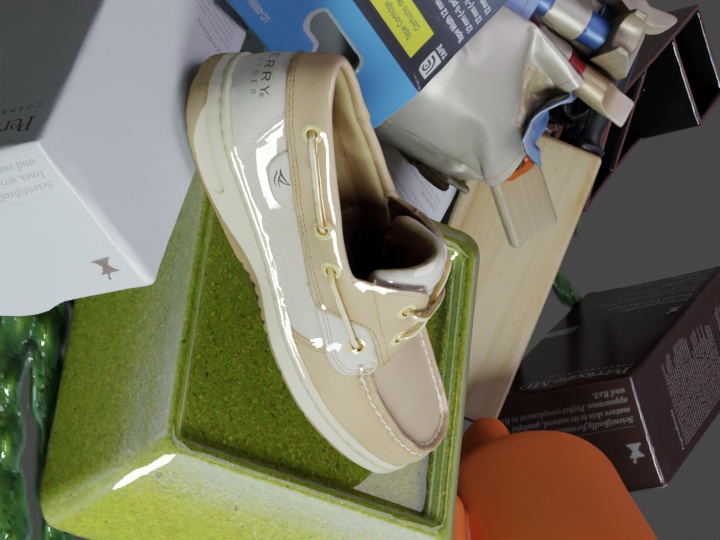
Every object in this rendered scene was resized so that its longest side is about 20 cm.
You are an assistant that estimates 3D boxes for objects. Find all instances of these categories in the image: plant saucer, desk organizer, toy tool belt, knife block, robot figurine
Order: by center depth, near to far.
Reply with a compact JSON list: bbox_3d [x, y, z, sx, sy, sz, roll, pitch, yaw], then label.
[{"bbox_3d":[-0.025,0.036,0.943,0.200,0.048,0.200,21,61,-28],"label":"plant saucer"},{"bbox_3d":[0.089,-0.122,1.060,0.123,0.125,0.200,37,79,-20],"label":"toy tool belt"},{"bbox_3d":[0.093,0.158,1.061,0.144,0.117,0.200,64,-1,-39],"label":"robot figurine"},{"bbox_3d":[0.085,-0.041,1.147,0.200,0.064,0.176,-68,179,-45],"label":"knife block"},{"bbox_3d":[0.167,-0.104,1.406,0.200,0.077,0.072,-46,120,-57],"label":"desk organizer"}]

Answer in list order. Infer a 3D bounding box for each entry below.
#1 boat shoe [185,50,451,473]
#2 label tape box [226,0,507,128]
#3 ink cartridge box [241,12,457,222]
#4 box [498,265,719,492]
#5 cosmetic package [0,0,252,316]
[{"bbox_3d":[0.000,0.000,0.859,0.200,0.069,0.074,63,32,-33],"label":"boat shoe"},{"bbox_3d":[0.025,-0.165,0.930,0.066,0.200,0.143,45,-2,32],"label":"label tape box"},{"bbox_3d":[-0.041,-0.023,1.056,0.200,0.057,0.163,-58,133,-25],"label":"ink cartridge box"},{"bbox_3d":[0.155,0.067,1.300,0.200,0.100,0.075,-41,115,-59],"label":"box"},{"bbox_3d":[-0.117,-0.079,0.852,0.081,0.113,0.200,57,33,-34],"label":"cosmetic package"}]
